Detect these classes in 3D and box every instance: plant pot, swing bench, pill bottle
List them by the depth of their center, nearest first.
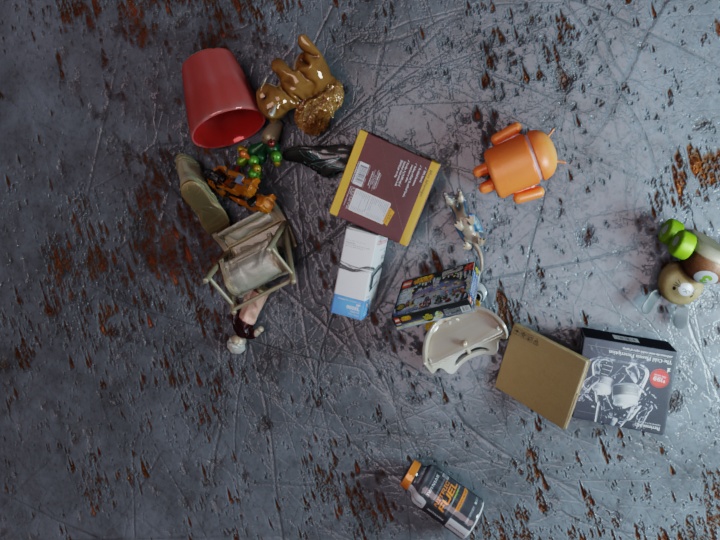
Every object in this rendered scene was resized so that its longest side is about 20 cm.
[{"bbox_3d":[0.193,0.549,1.564,0.197,0.106,0.108,33,103,10],"label":"pill bottle"},{"bbox_3d":[-0.349,-0.427,1.577,0.196,0.200,0.182,-23,81,16],"label":"plant pot"},{"bbox_3d":[-0.268,-0.035,1.602,0.195,0.203,0.131,-25,126,16],"label":"swing bench"}]

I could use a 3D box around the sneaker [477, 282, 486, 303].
[{"bbox_3d":[0.203,0.076,1.528,0.196,0.071,0.075,-23,90,16],"label":"sneaker"}]

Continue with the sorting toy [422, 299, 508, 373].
[{"bbox_3d":[0.242,0.174,1.482,0.196,0.181,0.109,-26,50,6],"label":"sorting toy"}]

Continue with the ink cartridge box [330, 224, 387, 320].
[{"bbox_3d":[0.000,0.000,1.539,0.082,0.144,0.206,13,100,12],"label":"ink cartridge box"}]

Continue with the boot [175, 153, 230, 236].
[{"bbox_3d":[-0.411,-0.194,1.663,0.072,0.201,0.157,-31,46,2],"label":"boot"}]

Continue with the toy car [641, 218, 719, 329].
[{"bbox_3d":[0.688,0.025,1.358,0.161,0.158,0.204,24,113,1],"label":"toy car"}]

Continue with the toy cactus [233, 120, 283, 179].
[{"bbox_3d":[-0.248,-0.305,1.594,0.101,0.198,0.168,33,72,-25],"label":"toy cactus"}]

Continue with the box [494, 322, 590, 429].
[{"bbox_3d":[0.407,0.236,1.458,0.198,0.021,0.168,29,110,43],"label":"box"}]

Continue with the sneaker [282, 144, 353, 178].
[{"bbox_3d":[-0.101,-0.268,1.576,0.194,0.075,0.082,3,99,15],"label":"sneaker"}]

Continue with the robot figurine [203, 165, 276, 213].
[{"bbox_3d":[-0.304,-0.205,1.598,0.197,0.145,0.059,23,74,39],"label":"robot figurine"}]

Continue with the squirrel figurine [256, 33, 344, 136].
[{"bbox_3d":[-0.146,-0.413,1.526,0.187,0.141,0.200,-45,101,-5],"label":"squirrel figurine"}]

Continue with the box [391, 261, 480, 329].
[{"bbox_3d":[0.175,0.058,1.482,0.196,0.138,0.040,-17,120,28],"label":"box"}]

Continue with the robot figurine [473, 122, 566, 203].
[{"bbox_3d":[0.352,-0.236,1.432,0.196,0.117,0.147,-22,55,17],"label":"robot figurine"}]

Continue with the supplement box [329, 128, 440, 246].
[{"bbox_3d":[0.055,-0.195,1.487,0.195,0.133,0.202,22,102,-3],"label":"supplement box"}]

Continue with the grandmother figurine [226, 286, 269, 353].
[{"bbox_3d":[-0.297,0.131,1.685,0.121,0.060,0.204,38,109,37],"label":"grandmother figurine"}]

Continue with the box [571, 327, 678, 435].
[{"bbox_3d":[0.579,0.242,1.425,0.194,0.104,0.188,8,99,15],"label":"box"}]

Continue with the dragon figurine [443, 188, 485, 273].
[{"bbox_3d":[0.254,-0.096,1.502,0.058,0.100,0.203,-25,108,14],"label":"dragon figurine"}]
